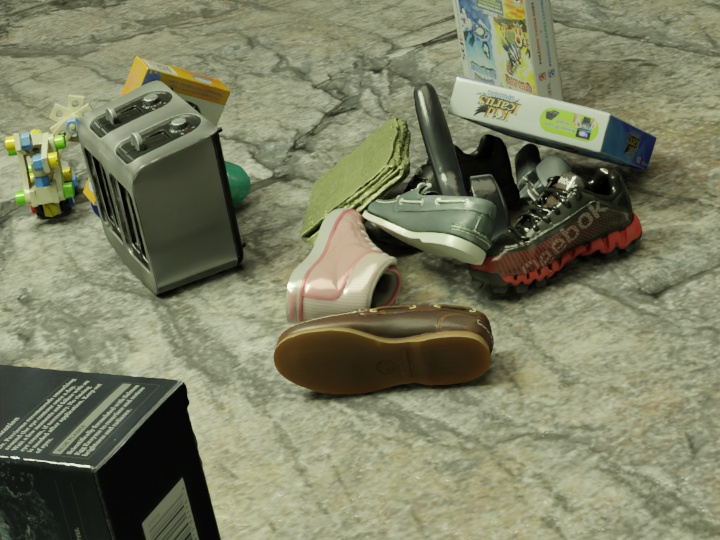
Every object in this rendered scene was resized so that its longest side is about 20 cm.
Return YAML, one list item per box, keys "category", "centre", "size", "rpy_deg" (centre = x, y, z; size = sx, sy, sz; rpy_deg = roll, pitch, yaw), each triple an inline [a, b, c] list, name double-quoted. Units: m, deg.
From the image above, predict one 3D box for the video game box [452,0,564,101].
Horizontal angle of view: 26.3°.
- category: "video game box"
  centre: [0.188, -0.306, 2.010]
  size: [0.046, 0.184, 0.200]
  rpy_deg: [-22, 26, -18]

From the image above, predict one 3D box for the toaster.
- category: "toaster"
  centre: [-0.219, -0.087, 1.712]
  size: [0.118, 0.202, 0.181]
  rpy_deg: [-22, 34, -19]

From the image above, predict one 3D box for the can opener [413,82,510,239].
- category: "can opener"
  centre: [0.095, -0.104, 1.632]
  size: [0.078, 0.064, 0.202]
  rpy_deg: [-17, 68, -9]

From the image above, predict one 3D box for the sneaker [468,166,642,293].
- category: "sneaker"
  centre: [0.191, -0.046, 1.544]
  size: [0.199, 0.099, 0.071]
  rpy_deg: [-21, 28, -19]

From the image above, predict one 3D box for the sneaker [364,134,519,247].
- category: "sneaker"
  centre: [0.084, -0.090, 1.695]
  size: [0.199, 0.092, 0.076]
  rpy_deg: [-26, 29, -27]

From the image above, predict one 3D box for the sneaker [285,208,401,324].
- category: "sneaker"
  centre: [0.000, 0.000, 1.557]
  size: [0.103, 0.076, 0.201]
  rpy_deg: [4, 26, 15]

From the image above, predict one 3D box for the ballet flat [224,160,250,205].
- category: "ballet flat"
  centre: [-0.212, -0.110, 1.910]
  size: [0.199, 0.068, 0.070]
  rpy_deg: [12, 8, 40]

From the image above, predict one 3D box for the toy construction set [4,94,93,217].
- category: "toy construction set"
  centre: [-0.394, -0.143, 1.955]
  size: [0.091, 0.133, 0.200]
  rpy_deg: [-5, 25, 11]

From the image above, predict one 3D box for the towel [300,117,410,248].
- category: "towel"
  centre: [-0.001, -0.098, 1.741]
  size: [0.148, 0.037, 0.200]
  rpy_deg: [-38, 17, 15]

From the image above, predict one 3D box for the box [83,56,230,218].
- category: "box"
  centre: [-0.243, -0.141, 1.812]
  size: [0.118, 0.202, 0.041]
  rpy_deg: [10, 20, -39]

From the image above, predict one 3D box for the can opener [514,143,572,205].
- category: "can opener"
  centre: [0.206, -0.104, 1.679]
  size: [0.067, 0.053, 0.200]
  rpy_deg: [-48, 11, 18]

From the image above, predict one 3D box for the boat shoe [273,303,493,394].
- category: "boat shoe"
  centre: [0.022, 0.067, 1.401]
  size: [0.197, 0.071, 0.071]
  rpy_deg: [1, 32, 4]

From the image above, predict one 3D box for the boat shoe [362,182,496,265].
- category: "boat shoe"
  centre: [0.072, -0.054, 1.555]
  size: [0.072, 0.062, 0.199]
  rpy_deg: [27, -4, -30]

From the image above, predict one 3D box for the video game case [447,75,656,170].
- category: "video game case"
  centre: [0.215, -0.160, 1.705]
  size: [0.180, 0.046, 0.200]
  rpy_deg: [18, 5, 25]

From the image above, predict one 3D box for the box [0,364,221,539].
- category: "box"
  centre: [-0.212, 0.183, 1.088]
  size: [0.198, 0.199, 0.117]
  rpy_deg: [2, 28, 27]
